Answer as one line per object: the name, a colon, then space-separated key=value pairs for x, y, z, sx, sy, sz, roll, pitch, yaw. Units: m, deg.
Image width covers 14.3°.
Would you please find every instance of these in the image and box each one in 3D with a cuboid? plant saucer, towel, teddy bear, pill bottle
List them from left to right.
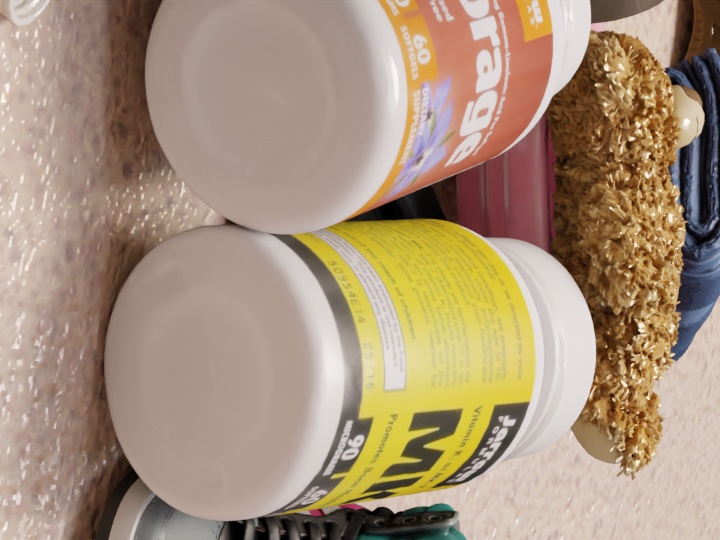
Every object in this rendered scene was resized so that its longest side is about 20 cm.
pill bottle: x=0.002 y=0.036 z=1.156 sx=0.199 sy=0.114 sz=0.115 roll=-3 pitch=103 yaw=-51
pill bottle: x=0.012 y=-0.088 z=1.132 sx=0.200 sy=0.112 sz=0.113 roll=-25 pitch=121 yaw=-57
plant saucer: x=0.087 y=-0.030 z=1.363 sx=0.200 sy=0.050 sz=0.202 roll=-3 pitch=90 yaw=-73
teddy bear: x=0.121 y=-0.007 z=1.270 sx=0.145 sy=0.066 sz=0.201 roll=44 pitch=46 yaw=-69
towel: x=0.163 y=-0.026 z=1.450 sx=0.200 sy=0.048 sz=0.112 roll=96 pitch=-6 yaw=-74

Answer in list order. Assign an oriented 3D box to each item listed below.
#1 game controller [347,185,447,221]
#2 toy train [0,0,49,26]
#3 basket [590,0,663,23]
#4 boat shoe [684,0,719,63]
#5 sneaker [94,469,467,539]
game controller: x=0.000 y=0.000 z=1.270 sx=0.105 sy=0.042 sz=0.200 roll=-52 pitch=145 yaw=-18
toy train: x=-0.062 y=-0.161 z=1.057 sx=0.200 sy=0.055 sz=0.151 roll=-33 pitch=128 yaw=-56
basket: x=0.095 y=-0.220 z=1.245 sx=0.135 sy=0.180 sz=0.201 roll=-22 pitch=133 yaw=-26
boat shoe: x=0.218 y=-0.120 z=1.604 sx=0.064 sy=0.071 sz=0.201 roll=-14 pitch=111 yaw=-60
sneaker: x=-0.017 y=0.128 z=1.179 sx=0.200 sy=0.120 sz=0.084 roll=14 pitch=88 yaw=-63
